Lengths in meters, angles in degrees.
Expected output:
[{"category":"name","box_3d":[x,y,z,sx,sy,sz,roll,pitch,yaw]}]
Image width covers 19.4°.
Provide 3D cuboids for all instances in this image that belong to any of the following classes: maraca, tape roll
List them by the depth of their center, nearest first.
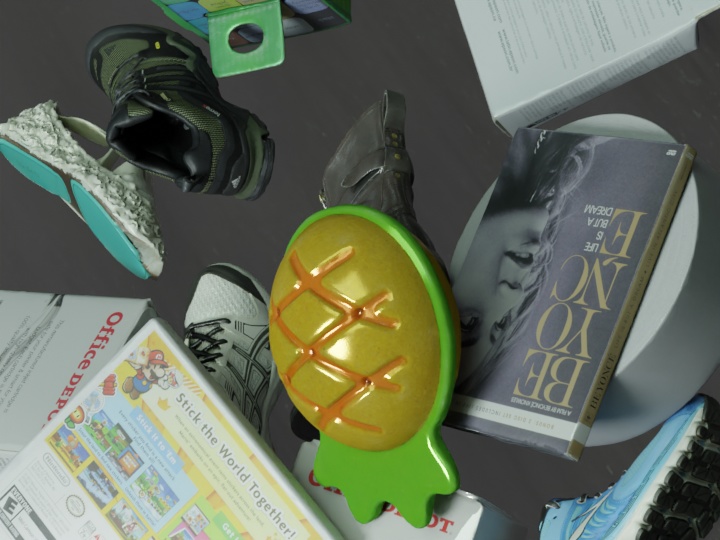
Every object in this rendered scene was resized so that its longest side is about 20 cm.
[{"category":"maraca","box_3d":[0.005,0.059,1.284,0.136,0.107,0.202,-1,102,44]},{"category":"tape roll","box_3d":[0.148,0.005,1.321,0.200,0.066,0.202,-27,48,35]}]

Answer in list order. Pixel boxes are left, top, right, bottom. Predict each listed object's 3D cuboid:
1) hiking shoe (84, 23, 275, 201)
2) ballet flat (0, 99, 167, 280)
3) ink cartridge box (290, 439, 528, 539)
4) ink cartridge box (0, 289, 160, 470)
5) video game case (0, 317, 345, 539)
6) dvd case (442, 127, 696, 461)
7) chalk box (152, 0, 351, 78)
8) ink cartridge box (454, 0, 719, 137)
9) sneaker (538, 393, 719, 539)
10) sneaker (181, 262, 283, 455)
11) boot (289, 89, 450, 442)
[{"category":"hiking shoe","box_3d":[-0.151,-0.122,1.534,0.200,0.100,0.076,39,117,33]},{"category":"ballet flat","box_3d":[-0.197,-0.071,1.575,0.200,0.072,0.072,39,93,33]},{"category":"ink cartridge box","box_3d":[0.004,0.228,1.343,0.146,0.083,0.201,16,81,32]},{"category":"ink cartridge box","box_3d":[-0.244,0.094,1.499,0.199,0.084,0.146,3,47,30]},{"category":"video game case","box_3d":[-0.131,0.165,1.348,0.182,0.023,0.200,-44,73,10]},{"category":"dvd case","box_3d":[0.113,0.009,1.291,0.148,0.016,0.201,11,75,50]},{"category":"chalk box","box_3d":[-0.084,-0.243,1.536,0.124,0.124,0.202,-9,68,27]},{"category":"ink cartridge box","box_3d":[0.157,-0.219,1.445,0.199,0.041,0.201,-25,62,19]},{"category":"sneaker","box_3d":[0.150,0.153,1.295,0.200,0.078,0.090,-52,50,0]},{"category":"sneaker","box_3d":[-0.099,0.080,1.451,0.075,0.088,0.202,-17,64,25]},{"category":"boot","box_3d":[0.000,0.000,1.434,0.201,0.069,0.175,-59,30,33]}]
